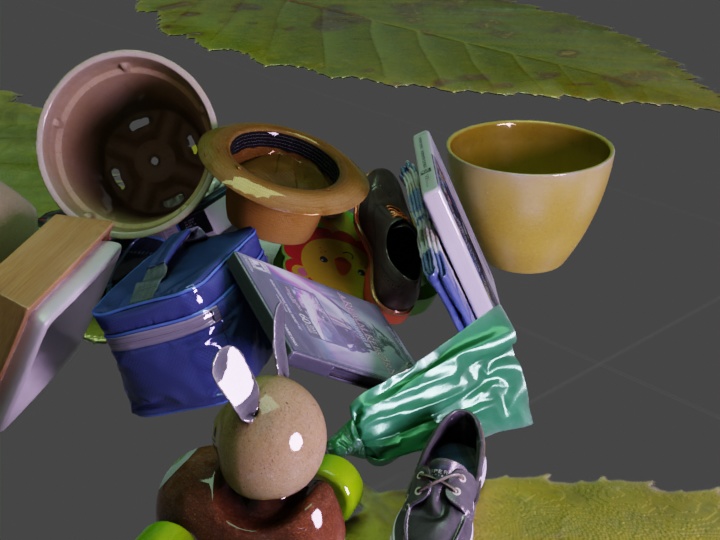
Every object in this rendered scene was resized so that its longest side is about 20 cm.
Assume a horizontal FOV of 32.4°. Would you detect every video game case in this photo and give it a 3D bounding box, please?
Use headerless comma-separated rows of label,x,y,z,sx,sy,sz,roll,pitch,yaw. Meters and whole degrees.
video game case,-0.024,0.057,1.165,0.199,0.019,0.143,21,25,-43
video game case,0.106,-0.031,1.318,0.023,0.202,0.182,-22,23,9

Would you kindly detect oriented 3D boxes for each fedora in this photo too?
fedora,-0.087,-0.083,1.294,0.198,0.083,0.201,15,26,-7

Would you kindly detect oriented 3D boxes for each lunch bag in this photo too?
lunch bag,-0.159,0.035,1.205,0.134,0.134,0.200,-12,20,19

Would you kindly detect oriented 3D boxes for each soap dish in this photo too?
soap dish,-0.317,0.044,1.192,0.081,0.158,0.200,29,27,-2

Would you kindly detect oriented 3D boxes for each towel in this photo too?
towel,0.087,-0.007,1.290,0.024,0.148,0.201,-23,37,10

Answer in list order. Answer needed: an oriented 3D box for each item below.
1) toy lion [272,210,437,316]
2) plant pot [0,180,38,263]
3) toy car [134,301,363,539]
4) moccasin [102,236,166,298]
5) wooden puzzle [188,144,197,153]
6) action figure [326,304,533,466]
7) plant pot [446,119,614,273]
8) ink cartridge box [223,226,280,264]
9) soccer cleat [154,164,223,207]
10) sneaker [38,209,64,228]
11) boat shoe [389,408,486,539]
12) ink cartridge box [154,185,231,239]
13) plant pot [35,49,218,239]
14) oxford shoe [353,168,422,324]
toy lion,0.000,0.000,1.362,0.197,0.069,0.193,15,40,-18
plant pot,-0.410,-0.022,1.305,0.132,0.203,0.200,-1,23,-21
toy car,-0.087,0.132,0.947,0.156,0.203,0.164,9,26,20
moccasin,-0.296,0.012,1.383,0.197,0.081,0.068,-9,27,15
wooden puzzle,-0.200,-0.134,1.727,0.182,0.038,0.200,8,26,18
action figure,0.057,0.121,1.118,0.198,0.120,0.055,-22,8,-23
plant pot,0.200,-0.082,1.484,0.197,0.144,0.201,-1,25,0
ink cartridge box,-0.096,-0.025,1.488,0.160,0.051,0.200,9,21,20
soccer cleat,-0.216,-0.104,1.592,0.198,0.070,0.086,-30,48,-18
sneaker,-0.373,-0.031,1.482,0.198,0.078,0.083,-15,9,-33
boat shoe,0.069,0.179,1.007,0.069,0.067,0.200,7,25,16
ink cartridge box,-0.161,-0.079,1.489,0.099,0.040,0.200,-21,11,33
plant pot,-0.248,-0.135,1.416,0.197,0.204,0.183,0,0,1
oxford shoe,0.039,-0.042,1.332,0.070,0.073,0.202,10,49,-22
